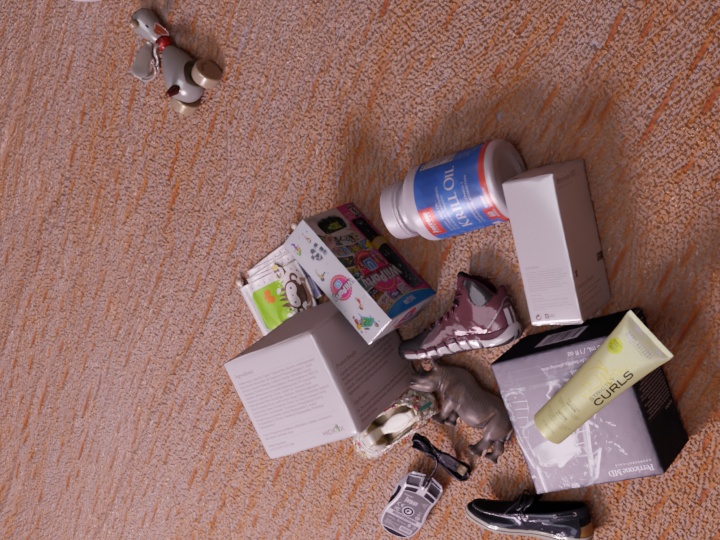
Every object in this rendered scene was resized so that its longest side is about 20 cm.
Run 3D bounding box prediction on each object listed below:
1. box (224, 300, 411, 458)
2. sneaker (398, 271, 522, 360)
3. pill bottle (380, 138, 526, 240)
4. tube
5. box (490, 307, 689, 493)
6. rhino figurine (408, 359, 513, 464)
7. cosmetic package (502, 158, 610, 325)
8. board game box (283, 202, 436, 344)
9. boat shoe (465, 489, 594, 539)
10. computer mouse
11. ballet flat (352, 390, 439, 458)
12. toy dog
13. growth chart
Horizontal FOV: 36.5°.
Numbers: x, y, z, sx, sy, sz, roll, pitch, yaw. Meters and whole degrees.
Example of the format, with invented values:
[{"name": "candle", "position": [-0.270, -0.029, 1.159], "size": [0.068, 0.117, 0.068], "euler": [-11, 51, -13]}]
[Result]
[{"name": "box", "position": [-0.059, 0.156, 1.692], "size": [0.198, 0.199, 0.173], "euler": [-20, 98, 36]}, {"name": "sneaker", "position": [0.138, 0.063, 1.621], "size": [0.198, 0.075, 0.117], "euler": [-13, 93, 25]}, {"name": "pill bottle", "position": [0.129, -0.106, 1.541], "size": [0.198, 0.112, 0.114], "euler": [-16, 96, 36]}, {"name": "tube", "position": [0.302, 0.142, 1.395], "size": [0.058, 0.052, 0.200], "euler": [28, 121, -24]}, {"name": "box", "position": [0.314, 0.180, 1.502], "size": [0.198, 0.124, 0.199], "euler": [-18, 96, 36]}, {"name": "rhino figurine", "position": [0.149, 0.197, 1.653], "size": [0.199, 0.060, 0.088], "euler": [39, 102, 19]}, {"name": "cosmetic package", "position": [0.266, -0.039, 1.472], "size": [0.080, 0.112, 0.203], "euler": [-5, 104, 35]}, {"name": "board game box", "position": [0.000, 0.000, 1.641], "size": [0.200, 0.147, 0.064], "euler": [48, 122, 11]}, {"name": "boat shoe", "position": [0.252, 0.361, 1.633], "size": [0.197, 0.074, 0.063], "euler": [4, 102, 28]}, {"name": "computer mouse", "position": [0.092, 0.348, 1.746], "size": [0.109, 0.044, 0.201], "euler": [27, 123, -5]}, {"name": "ballet flat", "position": [0.042, 0.248, 1.742], "size": [0.200, 0.064, 0.076], "euler": [-42, 81, 36]}, {"name": "toy dog", "position": [-0.323, -0.338, 1.782], "size": [0.199, 0.096, 0.133], "euler": [32, 120, 22]}, {"name": "growth chart", "position": [-0.125, 0.030, 1.815], "size": [0.200, 0.018, 0.146], "euler": [-39, 82, 37]}]
